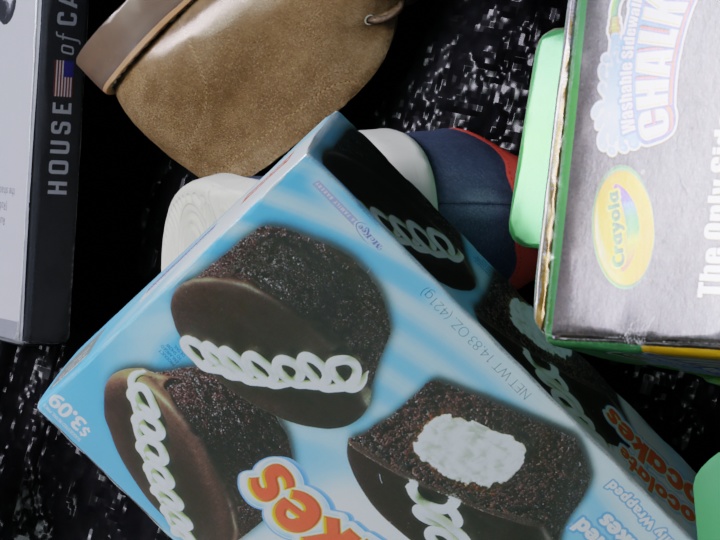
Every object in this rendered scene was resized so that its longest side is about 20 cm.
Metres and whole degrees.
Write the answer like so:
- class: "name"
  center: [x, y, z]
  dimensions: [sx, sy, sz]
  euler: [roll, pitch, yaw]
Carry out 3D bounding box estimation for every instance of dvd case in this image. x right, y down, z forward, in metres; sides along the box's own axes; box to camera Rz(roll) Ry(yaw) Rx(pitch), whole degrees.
- class: "dvd case"
  center: [-0.143, -0.080, 0.906]
  dimensions: [0.150, 0.025, 0.202]
  euler: [9, 97, 56]

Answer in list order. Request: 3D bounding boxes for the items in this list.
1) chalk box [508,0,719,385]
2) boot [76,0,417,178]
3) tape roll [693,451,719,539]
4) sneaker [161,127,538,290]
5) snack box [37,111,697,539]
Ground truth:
- class: "chalk box"
  center: [0.129, -0.031, 0.642]
  dimensions: [0.199, 0.123, 0.125]
  euler: [4, 84, 42]
- class: "boot"
  center: [0.000, -0.109, 0.820]
  dimensions: [0.200, 0.074, 0.076]
  euler: [-43, 87, 18]
- class: "tape roll"
  center: [0.173, 0.057, 0.532]
  dimensions: [0.200, 0.200, 0.049]
  euler: [-16, 70, 37]
- class: "sneaker"
  center: [0.000, 0.000, 0.786]
  dimensions: [0.200, 0.084, 0.076]
  euler: [-11, 81, 64]
- class: "snack box"
  center: [0.021, 0.067, 0.690]
  dimensions: [0.200, 0.037, 0.116]
  euler: [45, 117, -8]
